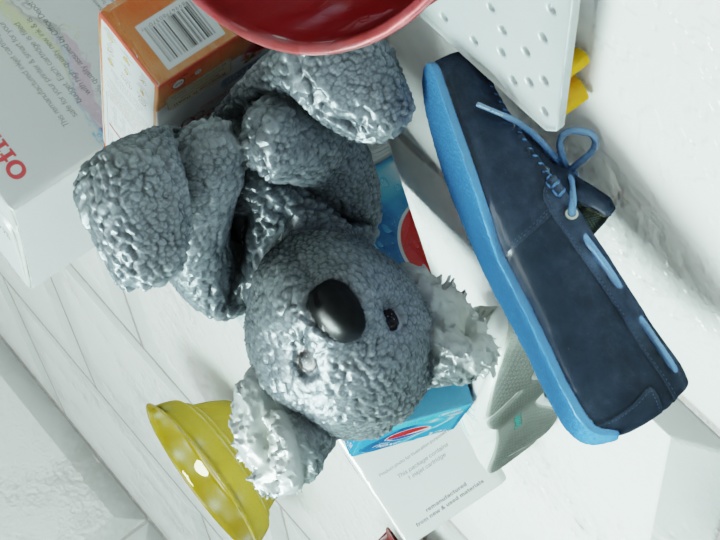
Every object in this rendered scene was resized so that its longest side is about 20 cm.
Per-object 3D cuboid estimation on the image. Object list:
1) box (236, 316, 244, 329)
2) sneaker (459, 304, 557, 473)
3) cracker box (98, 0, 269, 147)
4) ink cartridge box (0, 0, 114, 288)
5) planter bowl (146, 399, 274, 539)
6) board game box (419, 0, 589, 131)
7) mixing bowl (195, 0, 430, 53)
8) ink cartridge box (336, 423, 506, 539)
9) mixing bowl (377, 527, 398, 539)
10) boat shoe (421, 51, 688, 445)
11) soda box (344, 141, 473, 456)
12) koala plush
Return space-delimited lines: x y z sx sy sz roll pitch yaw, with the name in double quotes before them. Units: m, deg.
"box" -0.059 0.042 1.330 0.200 0.049 0.082 54 162 0
"sneaker" 0.075 0.054 0.974 0.080 0.070 0.200 51 163 19
"cracker box" -0.080 -0.117 0.950 0.058 0.134 0.200 51 163 10
"ink cartridge box" -0.191 -0.119 1.124 0.147 0.200 0.146 50 162 13
"planter bowl" -0.141 0.203 1.785 0.200 0.083 0.201 47 160 22
"board game box" 0.033 -0.183 0.714 0.200 0.026 0.200 47 161 24
"mixing bowl" 0.010 -0.180 0.561 0.200 0.108 0.201 17 114 42
"ink cartridge box" 0.000 0.067 1.121 0.200 0.084 0.145 58 176 -12
"mixing bowl" 0.036 0.342 1.465 0.200 0.108 0.200 56 178 3
"boat shoe" 0.092 -0.016 0.795 0.084 0.068 0.201 118 128 -83
"soda box" 0.000 0.000 0.961 0.064 0.068 0.201 114 140 -70
"koala plush" -0.029 0.001 0.857 0.200 0.177 0.184 57 170 0
